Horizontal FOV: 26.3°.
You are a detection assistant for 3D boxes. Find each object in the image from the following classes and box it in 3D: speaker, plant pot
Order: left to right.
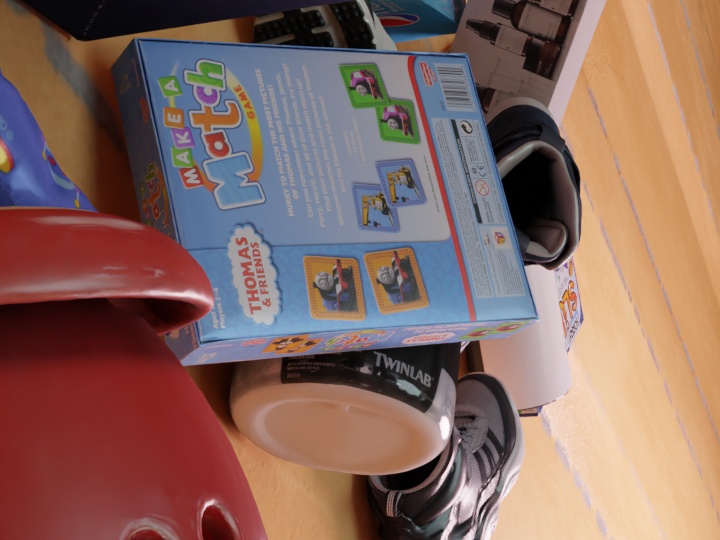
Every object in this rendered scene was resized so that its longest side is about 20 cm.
[{"bbox_3d":[-0.122,0.086,0.438,0.200,0.198,0.185,5,73,-68],"label":"plant pot"},{"bbox_3d":[0.110,0.001,1.188,0.081,0.080,0.202,-43,125,-63],"label":"speaker"}]

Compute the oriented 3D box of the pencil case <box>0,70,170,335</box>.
[{"bbox_3d":[-0.141,-0.035,0.558,0.078,0.087,0.201,-39,131,-16],"label":"pencil case"}]

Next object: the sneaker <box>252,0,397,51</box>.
[{"bbox_3d":[-0.014,-0.128,0.929,0.201,0.073,0.081,70,21,-52],"label":"sneaker"}]

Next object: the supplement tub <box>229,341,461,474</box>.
[{"bbox_3d":[0.000,0.000,0.853,0.123,0.121,0.202,54,37,-52],"label":"supplement tub"}]

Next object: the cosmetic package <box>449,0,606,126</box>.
[{"bbox_3d":[0.091,-0.106,1.050,0.051,0.082,0.202,-12,124,-65],"label":"cosmetic package"}]

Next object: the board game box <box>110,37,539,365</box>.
[{"bbox_3d":[-0.014,-0.036,0.759,0.198,0.037,0.153,-2,71,-35],"label":"board game box"}]

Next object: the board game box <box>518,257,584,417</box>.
[{"bbox_3d":[0.150,0.023,1.342,0.200,0.034,0.137,-51,132,-60],"label":"board game box"}]

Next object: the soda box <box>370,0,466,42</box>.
[{"bbox_3d":[0.007,-0.199,0.985,0.200,0.067,0.065,11,75,-67],"label":"soda box"}]

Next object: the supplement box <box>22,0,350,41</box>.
[{"bbox_3d":[-0.063,-0.224,0.637,0.134,0.198,0.202,33,56,-64],"label":"supplement box"}]

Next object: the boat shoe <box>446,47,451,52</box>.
[{"bbox_3d":[0.090,-0.136,1.191,0.200,0.062,0.076,-44,124,-65],"label":"boat shoe"}]

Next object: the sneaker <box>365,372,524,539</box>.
[{"bbox_3d":[0.057,0.117,1.031,0.201,0.075,0.115,-67,148,-45],"label":"sneaker"}]

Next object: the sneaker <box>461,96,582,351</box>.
[{"bbox_3d":[0.071,-0.004,0.964,0.146,0.076,0.204,-102,-144,-73],"label":"sneaker"}]
